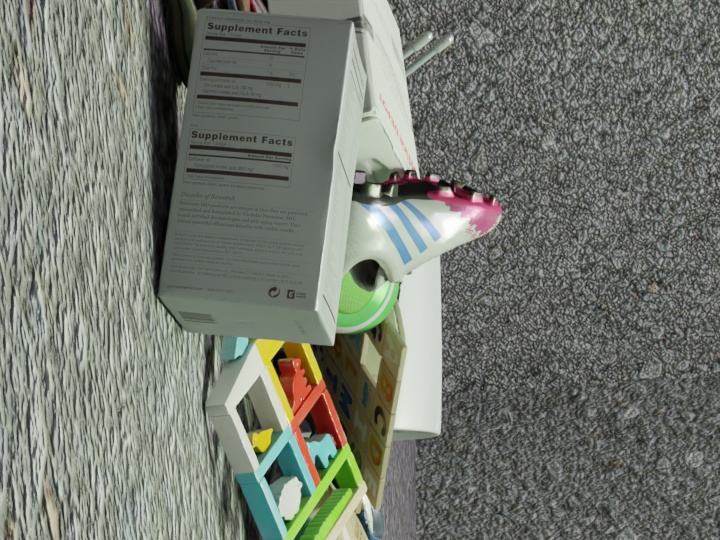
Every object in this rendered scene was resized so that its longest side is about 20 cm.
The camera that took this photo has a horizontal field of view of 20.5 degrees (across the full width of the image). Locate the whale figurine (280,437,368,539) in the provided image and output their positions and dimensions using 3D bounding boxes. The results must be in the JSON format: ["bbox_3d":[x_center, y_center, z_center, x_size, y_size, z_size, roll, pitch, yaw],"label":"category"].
[{"bbox_3d":[-0.045,0.243,1.650,0.159,0.103,0.202,-86,162,-64],"label":"whale figurine"}]

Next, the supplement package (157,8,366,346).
[{"bbox_3d":[-0.064,-0.062,1.354,0.114,0.108,0.202,72,24,-74],"label":"supplement package"}]

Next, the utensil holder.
[{"bbox_3d":[-0.003,0.059,1.913,0.170,0.168,0.202,61,28,-80],"label":"utensil holder"}]

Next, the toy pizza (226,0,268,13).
[{"bbox_3d":[-0.060,-0.213,1.761,0.201,0.031,0.201,53,25,-38],"label":"toy pizza"}]

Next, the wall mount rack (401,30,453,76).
[{"bbox_3d":[0.022,-0.137,1.801,0.200,0.074,0.176,-28,131,-78],"label":"wall mount rack"}]

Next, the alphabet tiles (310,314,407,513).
[{"bbox_3d":[-0.009,0.096,1.660,0.168,0.007,0.202,-124,-145,-48],"label":"alphabet tiles"}]

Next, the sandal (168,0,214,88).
[{"bbox_3d":[-0.110,-0.215,1.393,0.202,0.057,0.080,84,7,-46],"label":"sandal"}]

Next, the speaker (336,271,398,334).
[{"bbox_3d":[-0.046,-0.019,1.510,0.200,0.088,0.089,38,44,-54],"label":"speaker"}]

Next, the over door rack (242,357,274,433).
[{"bbox_3d":[-0.070,0.032,1.666,0.201,0.066,0.149,-89,174,-48],"label":"over door rack"}]

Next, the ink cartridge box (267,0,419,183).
[{"bbox_3d":[-0.013,-0.150,1.590,0.146,0.084,0.201,61,16,-53],"label":"ink cartridge box"}]

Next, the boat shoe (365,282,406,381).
[{"bbox_3d":[0.002,0.000,1.716,0.066,0.074,0.202,148,-64,-70],"label":"boat shoe"}]

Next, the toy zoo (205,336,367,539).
[{"bbox_3d":[-0.060,0.125,1.526,0.131,0.020,0.201,-52,128,-52],"label":"toy zoo"}]

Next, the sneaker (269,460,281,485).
[{"bbox_3d":[-0.043,0.254,1.822,0.088,0.080,0.202,-9,-82,69],"label":"sneaker"}]

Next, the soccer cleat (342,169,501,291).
[{"bbox_3d":[0.030,-0.028,1.497,0.199,0.070,0.087,0,108,-50],"label":"soccer cleat"}]

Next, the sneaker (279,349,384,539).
[{"bbox_3d":[-0.002,0.144,1.777,0.077,0.084,0.202,-38,-116,57],"label":"sneaker"}]
